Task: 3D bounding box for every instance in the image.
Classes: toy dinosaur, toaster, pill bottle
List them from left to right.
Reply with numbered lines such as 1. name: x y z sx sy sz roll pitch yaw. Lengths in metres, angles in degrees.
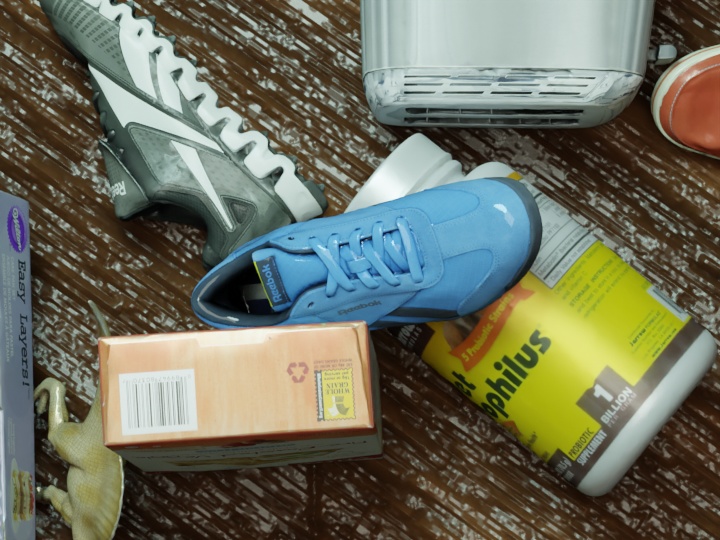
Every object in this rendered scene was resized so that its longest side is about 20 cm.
1. toy dinosaur: -0.139 0.095 1.500 0.058 0.101 0.201 2 110 -21
2. toaster: 0.071 -0.147 1.528 0.198 0.114 0.130 1 84 -1
3. pill bottle: 0.083 0.019 1.505 0.200 0.109 0.109 40 85 7

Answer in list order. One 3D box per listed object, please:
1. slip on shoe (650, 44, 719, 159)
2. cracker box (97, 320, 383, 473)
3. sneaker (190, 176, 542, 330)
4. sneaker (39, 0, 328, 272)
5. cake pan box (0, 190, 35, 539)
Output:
1. slip on shoe: 0.255 -0.076 1.527 0.198 0.061 0.075 12 116 3
2. cracker box: -0.057 0.068 1.457 0.133 0.200 0.058 -4 83 2
3. sneaker: 0.000 0.000 1.434 0.199 0.078 0.066 -15 85 38
4. sneaker: -0.116 -0.076 1.548 0.200 0.066 0.091 44 83 5
5. cake pan box: -0.266 0.056 1.521 0.183 0.052 0.202 -6 81 16
